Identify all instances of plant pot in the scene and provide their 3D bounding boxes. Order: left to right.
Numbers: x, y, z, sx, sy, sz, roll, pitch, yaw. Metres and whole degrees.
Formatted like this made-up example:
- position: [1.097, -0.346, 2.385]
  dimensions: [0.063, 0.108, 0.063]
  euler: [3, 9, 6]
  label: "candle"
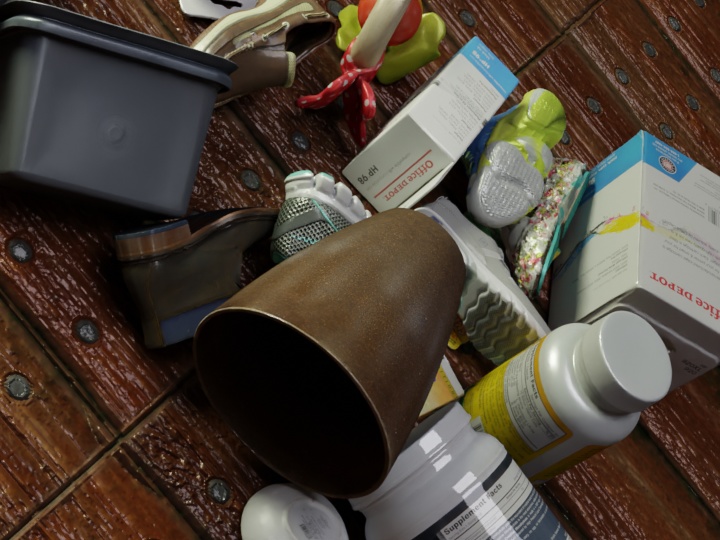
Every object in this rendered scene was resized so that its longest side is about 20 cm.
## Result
- position: [-0.002, 0.046, 1.263]
  dimensions: [0.187, 0.187, 0.200]
  euler: [47, 53, -5]
  label: "plant pot"

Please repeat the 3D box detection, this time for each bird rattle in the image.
- position: [0.011, -0.230, 1.513]
  dimensions: [0.112, 0.164, 0.200]
  euler: [32, 36, 6]
  label: "bird rattle"

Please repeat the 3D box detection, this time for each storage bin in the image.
- position: [-0.220, -0.122, 1.283]
  dimensions: [0.198, 0.145, 0.136]
  euler: [14, 83, -32]
  label: "storage bin"

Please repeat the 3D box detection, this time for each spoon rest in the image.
- position: [-0.026, 0.257, 1.256]
  dimensions: [0.099, 0.061, 0.201]
  euler: [-13, 60, -44]
  label: "spoon rest"

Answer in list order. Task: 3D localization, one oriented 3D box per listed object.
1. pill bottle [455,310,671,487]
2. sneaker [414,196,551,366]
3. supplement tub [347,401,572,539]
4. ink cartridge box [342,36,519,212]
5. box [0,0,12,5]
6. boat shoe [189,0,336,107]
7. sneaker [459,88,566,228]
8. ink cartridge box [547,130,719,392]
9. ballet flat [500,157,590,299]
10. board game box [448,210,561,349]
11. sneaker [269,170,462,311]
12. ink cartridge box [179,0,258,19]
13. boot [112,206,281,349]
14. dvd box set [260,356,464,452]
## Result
- position: [0.178, 0.116, 1.393]
  dimensions: [0.112, 0.200, 0.114]
  euler: [19, 53, -28]
  label: "pill bottle"
- position: [0.123, 0.009, 1.469]
  dimensions: [0.201, 0.075, 0.082]
  euler: [51, 45, -4]
  label: "sneaker"
- position: [0.092, 0.226, 1.299]
  dimensions: [0.201, 0.140, 0.140]
  euler: [53, 45, 1]
  label: "supplement tub"
- position: [0.060, -0.129, 1.509]
  dimensions: [0.067, 0.116, 0.200]
  euler: [45, 45, -6]
  label: "ink cartridge box"
- position: [-0.314, -0.276, 1.290]
  dimensions: [0.115, 0.132, 0.200]
  euler: [54, 45, -3]
  label: "box"
- position: [-0.091, -0.199, 1.441]
  dimensions: [0.074, 0.075, 0.202]
  euler: [30, 49, 17]
  label: "boat shoe"
- position: [0.134, -0.099, 1.563]
  dimensions: [0.076, 0.104, 0.200]
  euler: [53, 45, -15]
  label: "sneaker"
- position: [0.292, -0.001, 1.595]
  dimensions: [0.146, 0.144, 0.202]
  euler: [28, 49, -21]
  label: "ink cartridge box"
- position: [0.175, -0.045, 1.562]
  dimensions: [0.063, 0.076, 0.201]
  euler: [19, 41, 10]
  label: "ballet flat"
- position: [0.118, -0.008, 1.547]
  dimensions: [0.096, 0.030, 0.200]
  euler: [52, 47, -1]
  label: "board game box"
- position: [0.000, 0.000, 1.385]
  dimensions: [0.199, 0.077, 0.092]
  euler: [33, 69, -18]
  label: "sneaker"
- position: [-0.133, -0.342, 1.510]
  dimensions: [0.115, 0.067, 0.202]
  euler: [0, 64, -39]
  label: "ink cartridge box"
- position: [-0.130, 0.001, 1.330]
  dimensions: [0.199, 0.074, 0.098]
  euler: [-16, 99, -53]
  label: "boot"
- position: [-0.011, 0.082, 1.383]
  dimensions: [0.199, 0.029, 0.148]
  euler: [-20, 77, -43]
  label: "dvd box set"
